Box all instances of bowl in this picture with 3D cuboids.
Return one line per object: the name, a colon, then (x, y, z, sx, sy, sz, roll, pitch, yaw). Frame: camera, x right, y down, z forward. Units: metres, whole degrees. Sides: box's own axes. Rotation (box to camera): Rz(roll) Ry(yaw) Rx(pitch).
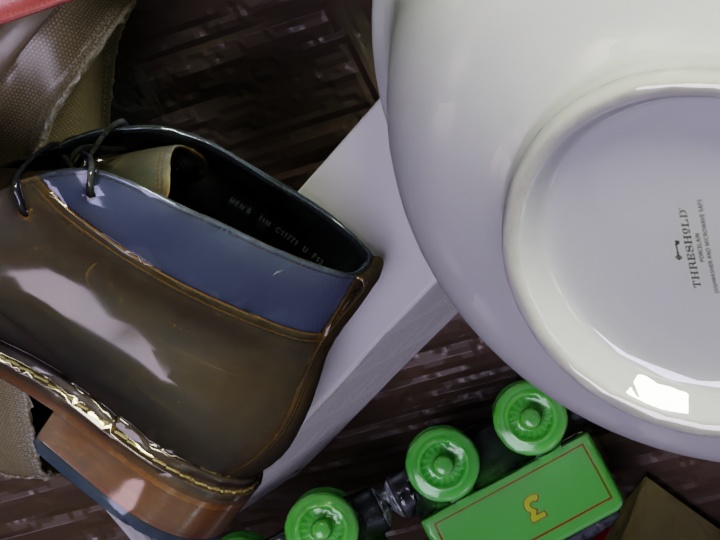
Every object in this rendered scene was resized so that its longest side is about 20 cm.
bowl: (0.088, -0.024, 0.676, 0.201, 0.090, 0.201, 9, 126, 13)

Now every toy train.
toy train: (-0.012, 0.096, 0.873, 0.200, 0.042, 0.056, -29, 88, 1)

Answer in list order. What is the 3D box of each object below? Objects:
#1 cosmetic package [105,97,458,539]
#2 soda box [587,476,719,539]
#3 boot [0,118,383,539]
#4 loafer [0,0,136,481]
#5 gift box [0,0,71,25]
cosmetic package: (0.000, 0.000, 0.834, 0.051, 0.083, 0.200, 49, 124, 9)
soda box: (0.143, 0.156, 0.887, 0.200, 0.068, 0.064, 36, 124, -3)
boot: (-0.090, -0.021, 0.782, 0.200, 0.075, 0.097, 37, 114, -8)
loafer: (-0.096, -0.013, 0.874, 0.067, 0.076, 0.200, 24, 133, 2)
gift box: (-0.120, -0.150, 0.735, 0.200, 0.187, 0.185, -13, 114, 5)
